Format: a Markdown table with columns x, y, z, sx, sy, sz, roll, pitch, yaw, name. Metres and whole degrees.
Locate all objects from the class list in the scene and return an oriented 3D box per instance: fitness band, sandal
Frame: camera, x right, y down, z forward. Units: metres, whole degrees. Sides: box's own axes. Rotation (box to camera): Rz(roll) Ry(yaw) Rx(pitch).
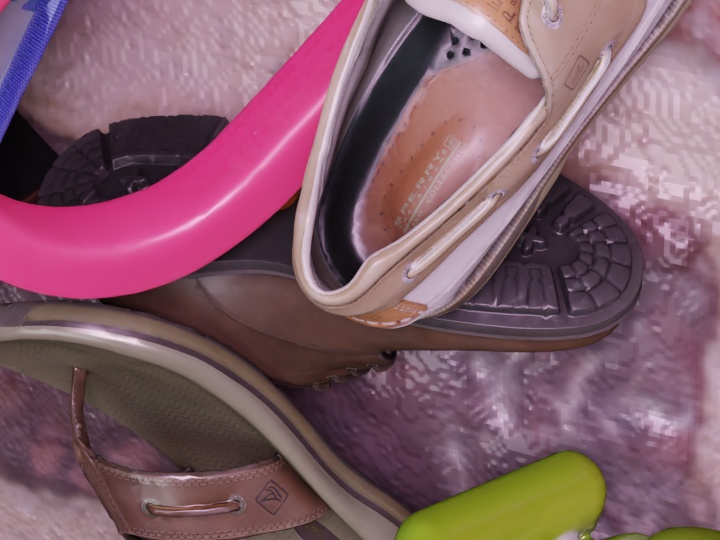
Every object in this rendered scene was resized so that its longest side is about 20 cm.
| x | y | z | sx | sy | sz | roll | pitch | yaw | name |
| --- | --- | --- | --- | --- | --- | --- | --- | --- | --- |
| -0.051 | -0.078 | 0.686 | 0.200 | 0.143 | 0.037 | -46 | 45 | 10 | fitness band |
| -0.047 | 0.074 | 0.797 | 0.201 | 0.058 | 0.080 | 39 | 152 | -21 | sandal |

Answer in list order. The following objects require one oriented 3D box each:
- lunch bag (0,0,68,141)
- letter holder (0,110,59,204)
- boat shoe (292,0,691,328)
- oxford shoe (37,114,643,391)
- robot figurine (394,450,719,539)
| x | y | z | sx | sy | sz | roll | pitch | yaw | name |
| --- | --- | --- | --- | --- | --- | --- | --- | --- | --- |
| -0.157 | -0.138 | 0.717 | 0.169 | 0.128 | 0.201 | 22 | 122 | -16 | lunch bag |
| -0.220 | 0.008 | 0.818 | 0.101 | 0.200 | 0.142 | 46 | 131 | 1 | letter holder |
| 0.043 | -0.072 | 0.653 | 0.074 | 0.068 | 0.201 | 29 | 105 | 16 | boat shoe |
| 0.000 | 0.000 | 0.770 | 0.199 | 0.073 | 0.085 | 9 | 143 | 27 | oxford shoe |
| 0.069 | 0.148 | 0.760 | 0.199 | 0.116 | 0.177 | -18 | 89 | 29 | robot figurine |
